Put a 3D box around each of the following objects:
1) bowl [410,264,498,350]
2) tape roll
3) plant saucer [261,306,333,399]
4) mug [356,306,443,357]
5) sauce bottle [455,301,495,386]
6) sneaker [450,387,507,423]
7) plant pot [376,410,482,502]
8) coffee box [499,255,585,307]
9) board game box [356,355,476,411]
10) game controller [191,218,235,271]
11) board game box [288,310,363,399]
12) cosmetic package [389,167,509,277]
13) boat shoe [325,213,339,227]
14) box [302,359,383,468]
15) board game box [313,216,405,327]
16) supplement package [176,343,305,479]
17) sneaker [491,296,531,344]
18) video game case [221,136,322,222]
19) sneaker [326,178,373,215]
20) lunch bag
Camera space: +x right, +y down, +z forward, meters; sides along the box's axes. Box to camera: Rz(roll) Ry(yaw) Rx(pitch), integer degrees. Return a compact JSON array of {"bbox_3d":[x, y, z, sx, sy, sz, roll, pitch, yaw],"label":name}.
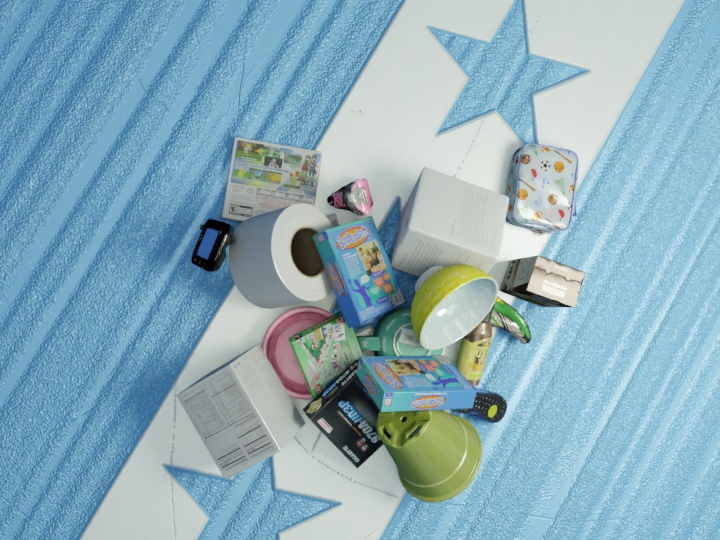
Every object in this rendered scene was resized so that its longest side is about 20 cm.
[{"bbox_3d":[0.172,0.055,1.572,0.199,0.201,0.108,-36,58,-6],"label":"bowl"},{"bbox_3d":[-0.154,-0.027,1.592,0.202,0.138,0.205,12,73,-46],"label":"tape roll"},{"bbox_3d":[-0.118,0.180,1.681,0.198,0.051,0.203,0,88,-6],"label":"plant saucer"},{"bbox_3d":[0.093,0.164,1.668,0.184,0.114,0.153,-35,91,-6],"label":"mug"},{"bbox_3d":[0.252,0.155,1.673,0.064,0.065,0.202,7,113,-5],"label":"sauce bottle"},{"bbox_3d":[0.246,0.285,1.685,0.199,0.078,0.067,21,90,-41],"label":"sneaker"},{"bbox_3d":[0.127,0.347,1.584,0.200,0.200,0.190,-43,133,-5],"label":"plant pot"},{"bbox_3d":[0.390,0.026,1.659,0.112,0.200,0.081,20,86,-4],"label":"coffee box"},{"bbox_3d":[0.109,0.223,1.532,0.198,0.152,0.045,2,111,-20],"label":"board game box"},{"bbox_3d":[-0.313,-0.054,1.602,0.042,0.200,0.105,32,83,-23],"label":"game controller"},{"bbox_3d":[-0.058,0.202,1.628,0.134,0.029,0.202,-26,113,-15],"label":"board game box"},{"bbox_3d":[0.187,-0.082,1.635,0.198,0.168,0.168,19,59,-4],"label":"cosmetic package"},{"bbox_3d":[-0.037,-0.033,1.684,0.066,0.074,0.201,-27,90,-6],"label":"boat shoe"},{"bbox_3d":[-0.007,0.308,1.640,0.159,0.046,0.200,-41,125,-7],"label":"box"},{"bbox_3d":[0.000,0.000,1.590,0.151,0.045,0.202,-19,88,-46],"label":"board game box"},{"bbox_3d":[-0.245,0.290,1.592,0.150,0.152,0.201,-30,91,19],"label":"supplement package"},{"bbox_3d":[0.297,0.102,1.718,0.199,0.078,0.085,37,92,6],"label":"sneaker"},{"bbox_3d":[-0.196,-0.190,1.703,0.198,0.022,0.184,9,87,-4],"label":"video game case"},{"bbox_3d":[-0.027,-0.152,1.636,0.094,0.200,0.080,-10,95,6],"label":"sneaker"},{"bbox_3d":[0.414,-0.181,1.734,0.159,0.076,0.202,10,86,-7],"label":"lunch bag"}]
